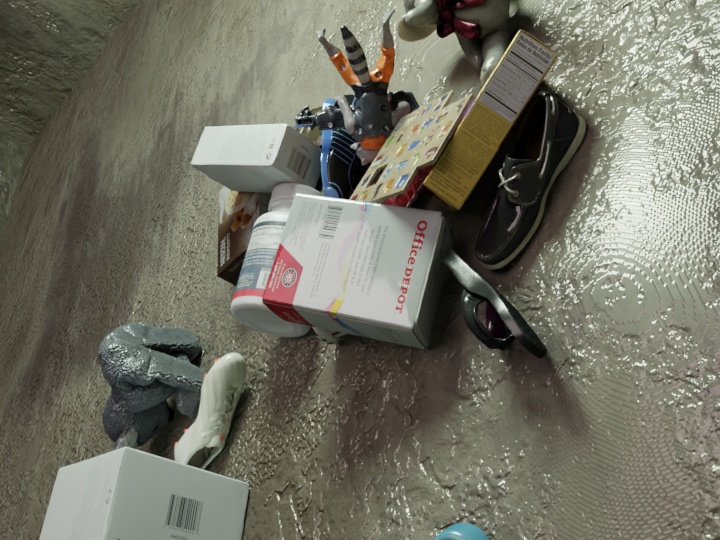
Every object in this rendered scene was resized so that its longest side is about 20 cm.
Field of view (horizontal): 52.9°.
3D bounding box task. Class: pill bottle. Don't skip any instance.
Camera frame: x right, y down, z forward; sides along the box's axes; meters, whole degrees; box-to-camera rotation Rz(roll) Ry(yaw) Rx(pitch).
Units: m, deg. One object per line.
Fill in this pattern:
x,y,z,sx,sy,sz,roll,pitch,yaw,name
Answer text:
-0.109,-0.017,1.060,0.118,0.119,0.204,-13,56,46,pill bottle

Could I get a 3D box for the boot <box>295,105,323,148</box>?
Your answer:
-0.073,-0.192,1.172,0.096,0.074,0.204,-17,52,48,boot

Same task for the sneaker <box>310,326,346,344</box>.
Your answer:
-0.007,-0.007,0.979,0.114,0.075,0.204,-19,61,35,sneaker

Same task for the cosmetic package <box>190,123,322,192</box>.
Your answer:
-0.161,-0.173,1.126,0.197,0.101,0.075,10,75,40,cosmetic package

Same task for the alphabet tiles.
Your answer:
0.060,-0.150,0.889,0.169,0.008,0.199,-59,20,-19,alphabet tiles

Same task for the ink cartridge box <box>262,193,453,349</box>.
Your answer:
0.000,0.000,0.874,0.196,0.083,0.149,10,71,22,ink cartridge box

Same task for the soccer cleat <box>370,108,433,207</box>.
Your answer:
0.069,-0.128,0.964,0.076,0.066,0.203,23,82,50,soccer cleat

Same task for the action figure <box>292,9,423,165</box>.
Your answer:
-0.014,-0.241,1.013,0.196,0.197,0.105,-11,20,10,action figure

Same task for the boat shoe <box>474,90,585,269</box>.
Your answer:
0.175,-0.100,0.808,0.071,0.067,0.203,28,91,53,boat shoe

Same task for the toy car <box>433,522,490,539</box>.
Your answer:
0.042,0.353,0.618,0.175,0.183,0.204,-30,74,34,toy car

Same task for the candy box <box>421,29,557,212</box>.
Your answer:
0.146,-0.169,0.854,0.202,0.056,0.117,-56,-1,4,candy box

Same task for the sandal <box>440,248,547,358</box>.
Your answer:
0.132,0.044,0.760,0.048,0.075,0.201,-47,28,7,sandal

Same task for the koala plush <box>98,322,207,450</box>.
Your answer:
-0.369,0.210,1.204,0.203,0.181,0.178,-62,33,18,koala plush

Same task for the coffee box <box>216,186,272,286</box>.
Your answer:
-0.178,-0.079,1.221,0.114,0.079,0.203,-37,42,29,coffee box

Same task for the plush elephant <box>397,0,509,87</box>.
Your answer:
0.120,-0.356,0.961,0.151,0.167,0.202,1,40,7,plush elephant

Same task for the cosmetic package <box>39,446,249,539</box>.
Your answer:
-0.291,0.335,0.977,0.198,0.198,0.125,-24,49,39,cosmetic package

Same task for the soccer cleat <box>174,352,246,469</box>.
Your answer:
-0.217,0.221,1.083,0.077,0.068,0.203,39,105,49,soccer cleat

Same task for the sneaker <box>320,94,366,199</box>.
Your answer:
-0.015,-0.175,1.096,0.076,0.070,0.205,-5,74,13,sneaker
